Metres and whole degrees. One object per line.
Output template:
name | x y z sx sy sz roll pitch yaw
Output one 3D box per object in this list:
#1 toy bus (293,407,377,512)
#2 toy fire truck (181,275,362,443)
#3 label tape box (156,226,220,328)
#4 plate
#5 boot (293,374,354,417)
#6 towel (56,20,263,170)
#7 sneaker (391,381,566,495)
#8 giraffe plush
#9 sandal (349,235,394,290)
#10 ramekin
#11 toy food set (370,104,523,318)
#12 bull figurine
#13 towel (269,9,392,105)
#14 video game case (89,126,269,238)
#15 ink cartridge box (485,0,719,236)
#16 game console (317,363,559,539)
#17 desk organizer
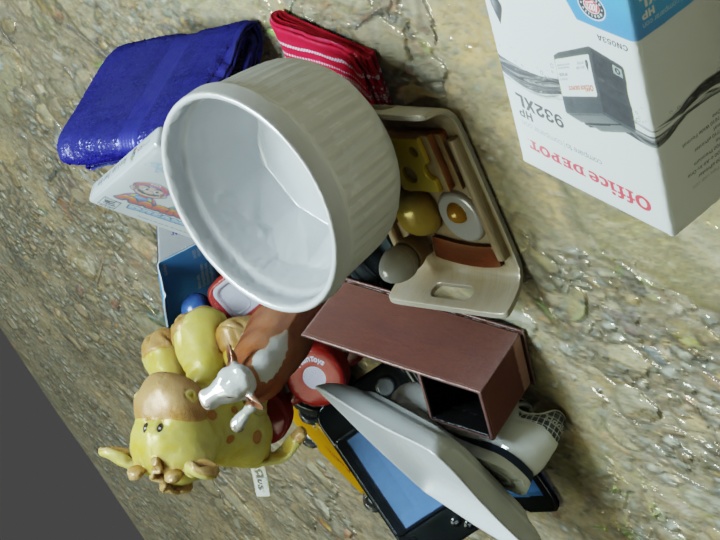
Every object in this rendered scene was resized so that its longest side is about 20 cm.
toy bus | -0.010 0.180 2.024 0.200 0.078 0.065 43 157 25
toy fire truck | -0.095 0.068 1.865 0.199 0.112 0.168 -36 100 28
label tape box | -0.181 -0.021 1.943 0.144 0.065 0.202 88 175 -56
plate | 0.071 0.180 1.694 0.200 0.032 0.199 46 167 -36
boot | -0.081 0.052 1.968 0.211 0.079 0.158 47 159 16
towel | -0.183 -0.158 1.700 0.199 0.149 0.050 -1 141 43
sneaker | 0.109 0.140 1.704 0.199 0.081 0.076 25 164 48
giraffe plush | -0.168 0.146 1.773 0.172 0.162 0.202 -28 85 33
sandal | 0.001 0.001 1.735 0.075 0.048 0.201 26 154 20
ramekin | -0.058 -0.077 1.494 0.199 0.105 0.202 30 139 30
toy food set | 0.041 -0.052 1.528 0.143 0.060 0.201 7 132 46
bull figurine | -0.089 0.077 1.695 0.065 0.200 0.121 39 142 -2
towel | -0.010 -0.130 1.609 0.144 0.022 0.201 31 150 47
video game case | -0.127 -0.063 1.665 0.198 0.024 0.182 20 158 -21
ink cartridge box | 0.158 -0.141 1.145 0.145 0.083 0.201 32 151 43
game console | 0.074 0.186 1.814 0.201 0.170 0.118 56 -174 -8
desk organizer | 0.051 0.078 1.656 0.198 0.077 0.072 16 142 31
